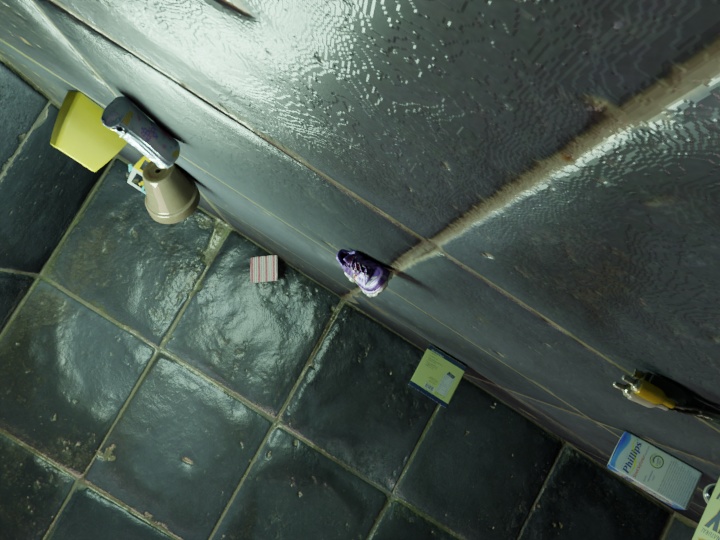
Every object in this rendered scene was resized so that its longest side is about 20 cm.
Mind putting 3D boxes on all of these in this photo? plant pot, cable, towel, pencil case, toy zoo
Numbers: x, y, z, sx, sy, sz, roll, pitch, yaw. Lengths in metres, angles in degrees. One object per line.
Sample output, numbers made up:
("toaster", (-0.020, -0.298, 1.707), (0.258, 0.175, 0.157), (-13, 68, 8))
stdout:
("plant pot", (-0.692, -0.298, 1.967), (0.197, 0.202, 0.176), (28, 156, 20))
("plant pot", (-0.874, -0.434, 1.768), (0.199, 0.179, 0.198), (36, 171, -39))
("cable", (0.459, 0.201, 0.782), (0.197, 0.051, 0.097), (31, 174, 24))
("towel", (-0.551, -0.008, 3.173), (0.195, 0.151, 0.030), (-4, 174, 28))
("pencil case", (-0.522, -0.327, 1.330), (0.091, 0.083, 0.200), (52, -176, 27))
("toy zoo", (-0.898, -0.392, 2.355), (0.199, 0.133, 0.020), (37, 169, -35))

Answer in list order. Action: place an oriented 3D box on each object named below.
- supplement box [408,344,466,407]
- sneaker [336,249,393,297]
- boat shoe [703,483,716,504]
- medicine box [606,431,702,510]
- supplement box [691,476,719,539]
("supplement box", (0.352, 0.481, 2.517), (0.197, 0.203, 0.134), (29, 173, 12))
("sneaker", (0.000, 0.000, 1.333), (0.083, 0.081, 0.198), (43, 168, -36))
("boat shoe", (0.845, 0.510, 1.188), (0.197, 0.076, 0.093), (14, 156, 44))
("medicine box", (0.777, 0.535, 1.479), (0.197, 0.105, 0.182), (27, 172, 29))
("supplement box", (0.648, 0.420, 0.842), (0.197, 0.203, 0.134), (32, 173, -13))
